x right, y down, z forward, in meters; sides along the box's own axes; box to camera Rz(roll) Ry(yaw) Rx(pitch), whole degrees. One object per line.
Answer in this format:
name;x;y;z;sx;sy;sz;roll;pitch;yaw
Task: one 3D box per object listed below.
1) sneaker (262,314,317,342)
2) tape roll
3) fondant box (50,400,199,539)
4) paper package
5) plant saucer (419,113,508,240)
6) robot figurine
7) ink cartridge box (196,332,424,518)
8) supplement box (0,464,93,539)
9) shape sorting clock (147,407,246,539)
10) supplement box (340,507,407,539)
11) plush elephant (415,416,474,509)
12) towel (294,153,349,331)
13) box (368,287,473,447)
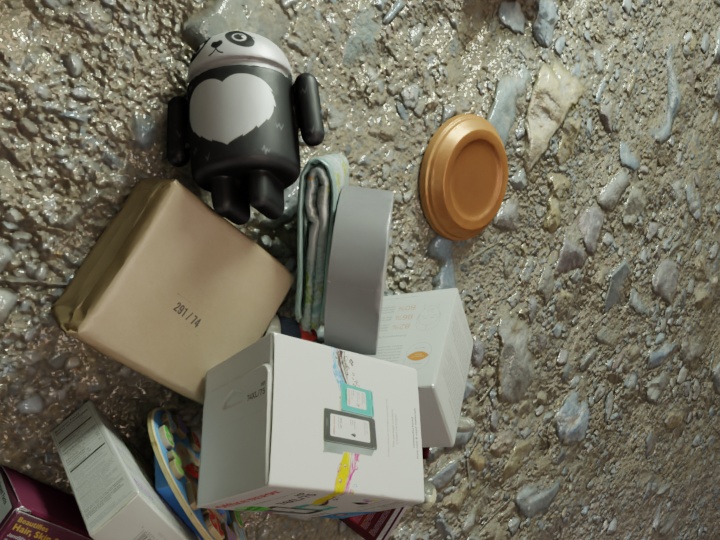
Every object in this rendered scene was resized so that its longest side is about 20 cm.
sneaker;-0.108;0.150;0.851;0.083;0.075;0.203;8;121;-25
tape roll;0.000;0.000;0.826;0.064;0.200;0.206;6;100;2
fondant box;-0.246;0.244;0.712;0.058;0.199;0.146;-39;124;-17
paper package;-0.205;0.025;0.755;0.199;0.103;0.193;40;76;-38
plant saucer;0.176;-0.147;1.075;0.197;0.037;0.205;-13;110;-38
robot figurine;-0.129;-0.158;0.732;0.147;0.124;0.205;0;79;-29
ink cartridge box;-0.053;0.175;0.715;0.197;0.146;0.149;19;57;-35
supplement box;-0.375;0.332;0.691;0.131;0.102;0.202;45;73;-38
shape sorting clock;-0.184;0.245;0.770;0.039;0.200;0.202;-30;122;-4
supplement box;-0.005;0.336;1.033;0.110;0.060;0.201;-52;129;-18
plush elephant;0.097;0.225;1.015;0.200;0.153;0.166;45;31;-23
towel;-0.049;-0.043;0.843;0.047;0.171;0.205;6;102;2
box;0.063;0.133;0.925;0.201;0.149;0.108;-65;141;-50
